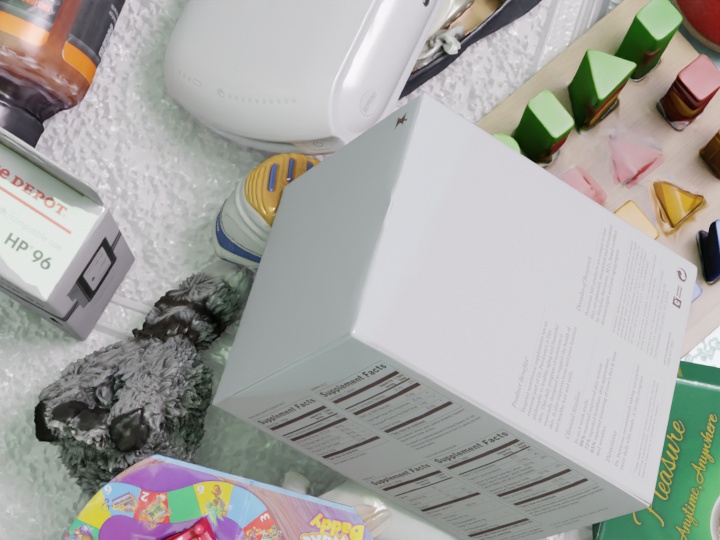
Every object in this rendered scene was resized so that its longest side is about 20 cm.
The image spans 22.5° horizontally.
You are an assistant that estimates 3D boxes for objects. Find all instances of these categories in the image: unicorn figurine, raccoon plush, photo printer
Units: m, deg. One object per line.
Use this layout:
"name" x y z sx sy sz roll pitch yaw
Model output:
"unicorn figurine" 0.028 0.140 1.078 0.199 0.074 0.138 35 55 2
"raccoon plush" -0.106 0.104 1.109 0.200 0.096 0.135 -38 123 -29
"photo printer" -0.029 -0.169 1.128 0.166 0.069 0.201 18 78 40

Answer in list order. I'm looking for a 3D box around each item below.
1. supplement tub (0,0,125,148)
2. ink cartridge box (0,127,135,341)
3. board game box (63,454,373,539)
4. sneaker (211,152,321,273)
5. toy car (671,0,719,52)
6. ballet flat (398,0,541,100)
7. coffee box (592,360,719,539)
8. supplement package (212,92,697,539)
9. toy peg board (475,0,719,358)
"supplement tub" -0.203 -0.175 1.140 0.106 0.107 0.202 20 79 3
"ink cartridge box" -0.205 -0.028 1.064 0.115 0.200 0.068 31 80 5
"board game box" -0.080 0.195 1.009 0.198 0.039 0.160 15 89 2
"sneaker" 0.000 0.000 1.132 0.199 0.088 0.076 33 52 -18
"toy car" 0.288 -0.220 1.108 0.176 0.200 0.186 -26 81 -10
"ballet flat" 0.073 -0.184 1.167 0.200 0.073 0.073 -41 83 -8
"coffee box" 0.249 0.127 1.100 0.198 0.044 0.124 9 109 1
"supplement package" 0.054 0.036 1.004 0.199 0.150 0.153 30 58 -22
"toy peg board" 0.171 -0.052 1.129 0.200 0.098 0.200 -39 82 -7
